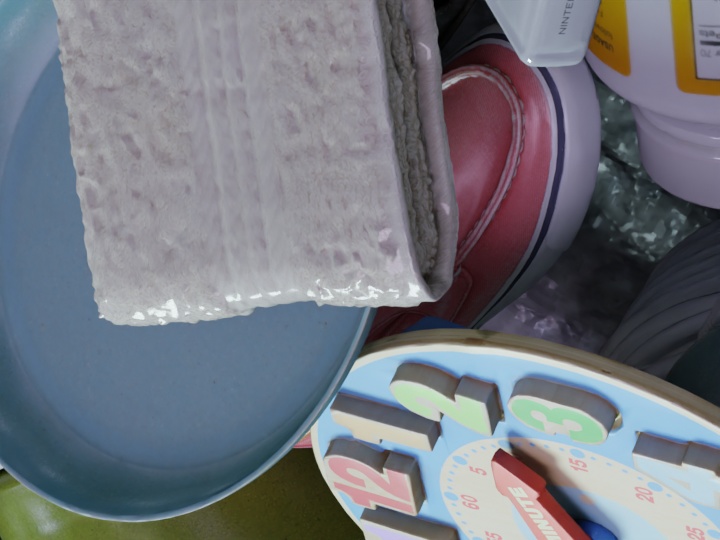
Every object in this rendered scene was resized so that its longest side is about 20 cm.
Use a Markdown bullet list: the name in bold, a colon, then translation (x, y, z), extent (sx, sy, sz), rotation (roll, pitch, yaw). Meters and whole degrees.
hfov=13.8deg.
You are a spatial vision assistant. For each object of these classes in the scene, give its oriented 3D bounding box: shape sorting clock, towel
- **shape sorting clock**: translation (0.074, 0.085, 0.948), extent (0.200, 0.039, 0.200), rotation (24, 152, 14)
- **towel**: translation (-0.040, -0.084, 0.895), extent (0.132, 0.034, 0.200), rotation (-6, 92, 38)

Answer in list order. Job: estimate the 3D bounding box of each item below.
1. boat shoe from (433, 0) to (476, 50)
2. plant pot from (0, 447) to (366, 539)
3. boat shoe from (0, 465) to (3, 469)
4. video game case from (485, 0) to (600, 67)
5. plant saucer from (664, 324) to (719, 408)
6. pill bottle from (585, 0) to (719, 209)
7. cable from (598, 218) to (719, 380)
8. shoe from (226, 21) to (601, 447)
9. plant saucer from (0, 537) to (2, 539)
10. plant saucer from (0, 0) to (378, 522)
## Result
- **boat shoe**: translation (0.008, -0.099, 0.961), extent (0.069, 0.057, 0.200), rotation (36, 117, 1)
- **plant pot**: translation (-0.041, 0.120, 1.116), extent (0.200, 0.200, 0.193), rotation (-25, 103, 38)
- **boat shoe**: translation (-0.169, 0.044, 1.074), extent (0.064, 0.071, 0.200), rotation (23, 136, -39)
- **video game case**: translation (0.039, -0.187, 0.829), extent (0.024, 0.200, 0.182), rotation (-4, 131, -21)
- **plant saucer**: translation (0.187, 0.081, 0.937), extent (0.201, 0.039, 0.201), rotation (13, 145, 9)
- **pill bottle**: translation (0.115, -0.120, 0.891), extent (0.109, 0.109, 0.200), rotation (7, 128, 21)
- **cable**: translation (0.175, 0.060, 1.009), extent (0.200, 0.069, 0.200), rotation (30, 143, -15)
- **shoe**: translation (0.000, 0.000, 0.971), extent (0.072, 0.091, 0.200), rotation (55, 138, 19)
- **plant saucer**: translation (-0.111, 0.185, 1.193), extent (0.037, 0.200, 0.200), rotation (-18, 118, 12)
- **plant saucer**: translation (-0.063, -0.019, 0.957), extent (0.200, 0.027, 0.200), rotation (-6, 80, 37)
